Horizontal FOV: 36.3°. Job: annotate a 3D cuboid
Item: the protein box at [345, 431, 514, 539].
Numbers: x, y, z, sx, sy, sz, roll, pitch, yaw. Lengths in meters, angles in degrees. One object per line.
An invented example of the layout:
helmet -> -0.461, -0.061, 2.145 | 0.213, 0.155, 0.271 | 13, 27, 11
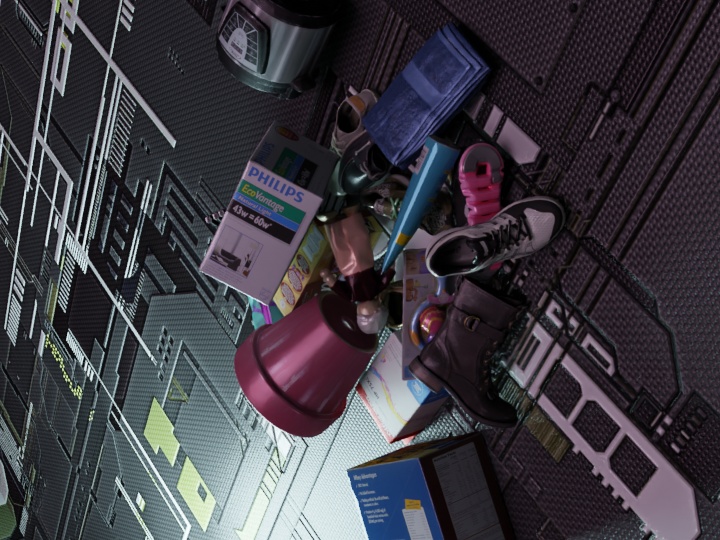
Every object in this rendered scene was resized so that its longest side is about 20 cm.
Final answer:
protein box -> 0.108, 0.375, 1.698 | 0.198, 0.134, 0.202 | -23, 82, 52

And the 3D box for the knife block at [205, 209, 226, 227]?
knife block -> -0.219, -0.064, 1.947 | 0.200, 0.175, 0.064 | -39, 70, 50

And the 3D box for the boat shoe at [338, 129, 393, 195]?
boat shoe -> 0.017, -0.173, 1.686 | 0.072, 0.063, 0.200 | 30, 135, -13

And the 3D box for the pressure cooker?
pressure cooker -> -0.136, -0.380, 1.752 | 0.200, 0.177, 0.177 | 122, 154, -43

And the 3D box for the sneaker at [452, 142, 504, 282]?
sneaker -> 0.162, -0.086, 1.559 | 0.095, 0.078, 0.202 | -142, 48, -67

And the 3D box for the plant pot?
plant pot -> -0.074, 0.137, 1.760 | 0.179, 0.199, 0.201 | -46, 63, 25

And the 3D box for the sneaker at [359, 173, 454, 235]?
sneaker -> 0.066, -0.090, 1.633 | 0.200, 0.088, 0.078 | 25, 123, 56

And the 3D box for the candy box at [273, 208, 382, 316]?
candy box -> -0.056, -0.008, 1.806 | 0.057, 0.116, 0.201 | 54, 137, 27

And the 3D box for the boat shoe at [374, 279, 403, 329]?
boat shoe -> 0.066, 0.056, 1.714 | 0.200, 0.063, 0.074 | -2, 99, 52

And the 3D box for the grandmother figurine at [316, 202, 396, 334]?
grandmother figurine -> 0.000, 0.000, 1.689 | 0.061, 0.120, 0.202 | -69, -35, -80

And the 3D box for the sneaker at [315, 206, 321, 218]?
sneaker -> -0.086, -0.101, 1.867 | 0.070, 0.109, 0.201 | 20, 146, 44

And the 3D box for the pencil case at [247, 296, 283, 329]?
pencil case -> -0.162, 0.076, 1.987 | 0.084, 0.092, 0.202 | -15, 90, 15

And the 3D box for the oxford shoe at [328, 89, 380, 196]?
oxford shoe -> -0.023, -0.202, 1.755 | 0.075, 0.057, 0.201 | 49, 136, 28

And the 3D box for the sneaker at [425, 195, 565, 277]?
sneaker -> 0.180, -0.035, 1.465 | 0.199, 0.088, 0.076 | -23, 99, 18

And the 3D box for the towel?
towel -> 0.090, -0.247, 1.550 | 0.200, 0.048, 0.112 | -48, 60, 22

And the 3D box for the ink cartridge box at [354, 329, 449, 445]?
ink cartridge box -> 0.065, 0.193, 1.754 | 0.117, 0.067, 0.200 | 56, 139, 24

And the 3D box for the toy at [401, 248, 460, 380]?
toy -> 0.120, 0.067, 1.601 | 0.047, 0.114, 0.202 | -138, 46, -71

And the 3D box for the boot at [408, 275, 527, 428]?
boot -> 0.182, 0.115, 1.561 | 0.175, 0.199, 0.069 | -55, 13, 13

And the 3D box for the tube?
tube -> 0.077, -0.090, 1.543 | 0.050, 0.077, 0.201 | 29, 108, 13

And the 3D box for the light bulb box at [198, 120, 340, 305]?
light bulb box -> -0.136, -0.091, 1.688 | 0.124, 0.199, 0.201 | 27, 116, -5
